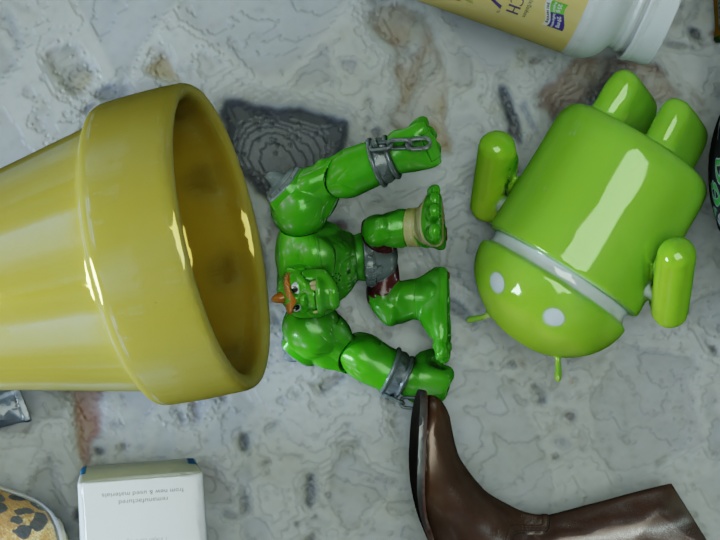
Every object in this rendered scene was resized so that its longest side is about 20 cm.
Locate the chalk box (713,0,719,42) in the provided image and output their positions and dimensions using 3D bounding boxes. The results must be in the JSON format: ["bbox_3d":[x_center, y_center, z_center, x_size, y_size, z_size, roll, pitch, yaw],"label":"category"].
[{"bbox_3d":[0.343,-0.225,1.628,0.198,0.125,0.125,-4,89,-3],"label":"chalk box"}]

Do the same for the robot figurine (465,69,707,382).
[{"bbox_3d":[0.154,-0.030,1.616,0.175,0.116,0.201,32,89,23],"label":"robot figurine"}]

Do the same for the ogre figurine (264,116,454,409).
[{"bbox_3d":[0.000,0.000,1.616,0.119,0.201,0.099,-2,45,6],"label":"ogre figurine"}]

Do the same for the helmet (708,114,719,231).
[{"bbox_3d":[0.330,-0.068,1.594,0.198,0.191,0.201,4,124,5],"label":"helmet"}]

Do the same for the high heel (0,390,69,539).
[{"bbox_3d":[-0.266,0.186,1.604,0.141,0.071,0.201,-18,77,-8],"label":"high heel"}]

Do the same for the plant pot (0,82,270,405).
[{"bbox_3d":[-0.176,-0.003,1.564,0.187,0.201,0.203,-13,90,11],"label":"plant pot"}]

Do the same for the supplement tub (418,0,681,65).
[{"bbox_3d":[0.117,-0.227,1.602,0.198,0.145,0.147,19,88,-3],"label":"supplement tub"}]

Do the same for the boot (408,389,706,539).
[{"bbox_3d":[0.135,0.159,1.634,0.198,0.064,0.188,-7,107,-1],"label":"boot"}]

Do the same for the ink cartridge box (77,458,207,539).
[{"bbox_3d":[-0.139,0.229,1.578,0.085,0.146,0.202,-5,90,-6],"label":"ink cartridge box"}]
